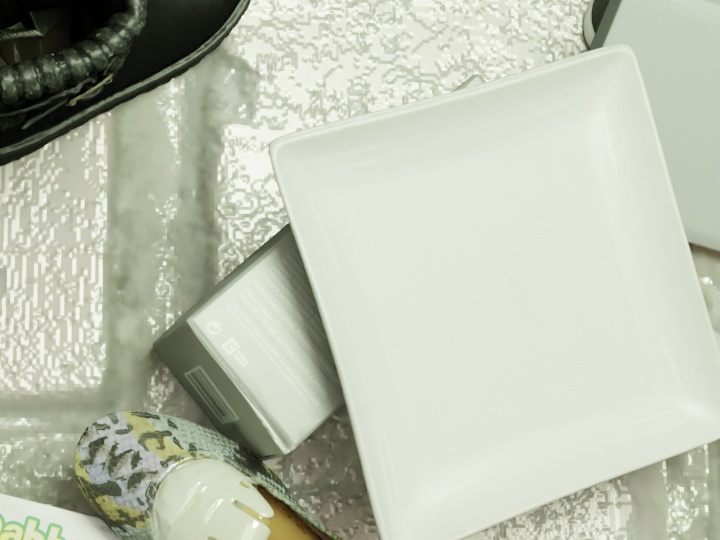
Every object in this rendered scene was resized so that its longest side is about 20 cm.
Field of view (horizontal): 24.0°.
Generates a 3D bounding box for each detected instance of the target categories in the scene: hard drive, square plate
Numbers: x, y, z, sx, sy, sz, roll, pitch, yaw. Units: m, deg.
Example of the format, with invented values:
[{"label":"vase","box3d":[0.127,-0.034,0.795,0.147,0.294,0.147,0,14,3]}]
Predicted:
[{"label":"hard drive","box3d":[0.211,-0.073,0.922,0.199,0.027,0.132,15,116,-11]},{"label":"square plate","box3d":[0.069,0.011,0.803,0.197,0.028,0.201,-17,93,-22]}]

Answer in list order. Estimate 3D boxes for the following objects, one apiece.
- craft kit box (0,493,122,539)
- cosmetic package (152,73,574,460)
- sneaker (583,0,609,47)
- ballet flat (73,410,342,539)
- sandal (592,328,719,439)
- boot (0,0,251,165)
[{"label":"craft kit box","box3d":[-0.227,0.192,0.787,0.199,0.049,0.198,15,72,-10]},{"label":"cosmetic package","box3d":[0.000,0.000,0.852,0.200,0.107,0.090,-38,92,-17]},{"label":"sneaker","box3d":[0.195,-0.213,0.951,0.070,0.099,0.201,28,72,-4]},{"label":"ballet flat","box3d":[-0.046,0.133,0.805,0.200,0.072,0.072,40,71,-19]},{"label":"sandal","box3d":[0.181,0.052,0.905,0.206,0.079,0.059,-14,80,-25]},{"label":"boot","box3d":[-0.122,-0.132,0.823,0.211,0.158,0.079,-41,90,-18]}]
